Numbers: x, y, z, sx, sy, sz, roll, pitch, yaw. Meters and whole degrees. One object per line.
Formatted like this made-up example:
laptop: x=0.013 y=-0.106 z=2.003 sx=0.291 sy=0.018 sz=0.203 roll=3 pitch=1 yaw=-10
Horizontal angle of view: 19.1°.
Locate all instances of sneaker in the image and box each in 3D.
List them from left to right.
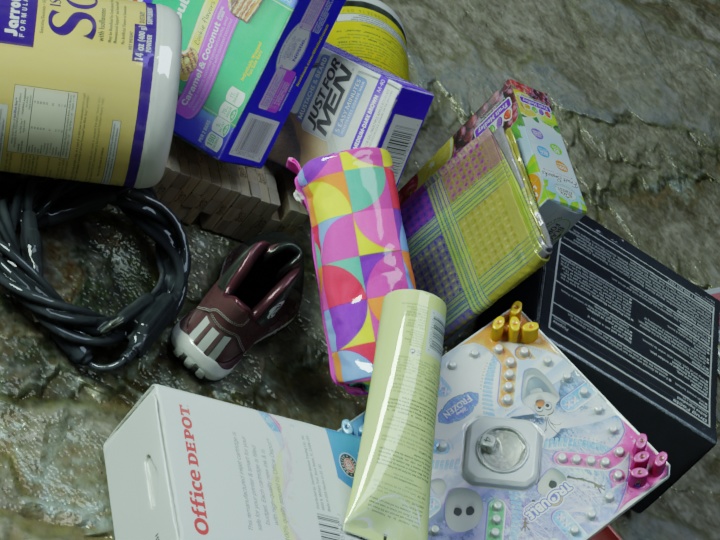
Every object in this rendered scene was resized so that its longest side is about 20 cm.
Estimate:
sneaker: x=-0.070 y=0.005 z=1.729 sx=0.076 sy=0.116 sz=0.200 roll=39 pitch=35 yaw=-4

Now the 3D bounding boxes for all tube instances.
tube: x=0.029 y=0.113 z=1.609 sx=0.058 sy=0.052 sz=0.201 roll=3 pitch=63 yaw=8

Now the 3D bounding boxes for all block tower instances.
block tower: x=-0.133 y=-0.074 z=1.802 sx=0.199 sy=0.058 sz=0.054 roll=16 pitch=42 yaw=-32

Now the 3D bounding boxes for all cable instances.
cable: x=-0.211 y=-0.011 z=1.676 sx=0.163 sy=0.051 sz=0.200 roll=35 pitch=38 yaw=-3

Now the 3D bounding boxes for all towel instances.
towel: x=0.077 y=-0.014 z=1.822 sx=0.023 sy=0.200 sz=0.144 roll=17 pitch=42 yaw=-43

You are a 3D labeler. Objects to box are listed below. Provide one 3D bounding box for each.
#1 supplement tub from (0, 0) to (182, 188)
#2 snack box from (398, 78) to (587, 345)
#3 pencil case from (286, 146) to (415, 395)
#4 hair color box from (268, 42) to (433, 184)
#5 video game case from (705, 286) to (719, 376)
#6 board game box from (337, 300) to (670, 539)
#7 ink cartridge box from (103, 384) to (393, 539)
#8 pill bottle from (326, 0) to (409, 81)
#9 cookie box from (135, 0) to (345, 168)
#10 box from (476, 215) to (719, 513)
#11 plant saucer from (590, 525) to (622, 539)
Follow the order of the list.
supplement tub: x=-0.244 y=-0.145 z=1.652 sx=0.198 sy=0.146 sz=0.146 roll=7 pitch=45 yaw=-11
snack box: x=0.102 y=-0.049 z=1.881 sx=0.053 sy=0.200 sz=0.143 roll=16 pitch=43 yaw=-35
pencil case: x=0.000 y=0.000 z=1.717 sx=0.088 sy=0.088 sz=0.202 roll=0 pitch=73 yaw=-44
hair color box: x=-0.047 y=-0.143 z=1.836 sx=0.199 sy=0.110 sz=0.065 roll=28 pitch=11 yaw=31
video game case: x=0.415 y=0.102 z=2.190 sx=0.142 sy=0.017 sz=0.201 roll=-9 pitch=60 yaw=-49
board game box: x=0.115 y=0.143 z=1.721 sx=0.199 sy=0.026 sz=0.200 roll=-34 pitch=63 yaw=-20
ink cartridge box: x=-0.080 y=0.182 z=1.563 sx=0.199 sy=0.085 sz=0.145 roll=19 pitch=41 yaw=-33
pill bottle: x=-0.009 y=-0.152 z=1.954 sx=0.112 sy=0.113 sz=0.201 roll=25 pitch=38 yaw=-24
cookie box: x=-0.136 y=-0.206 z=1.779 sx=0.199 sy=0.172 sz=0.075 roll=32 pitch=10 yaw=27
box: x=0.211 y=0.076 z=1.924 sx=0.199 sy=0.123 sz=0.199 roll=31 pitch=36 yaw=-13
plant saucer: x=0.183 y=0.291 z=1.751 sx=0.200 sy=0.037 sz=0.199 roll=48 pitch=35 yaw=9
